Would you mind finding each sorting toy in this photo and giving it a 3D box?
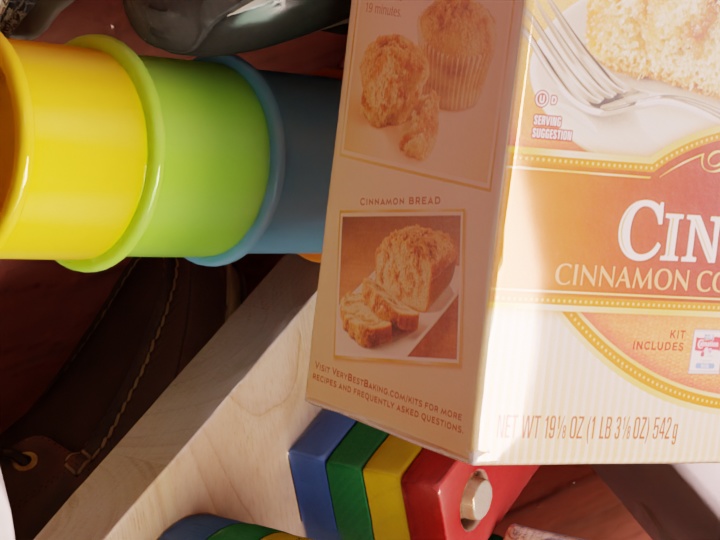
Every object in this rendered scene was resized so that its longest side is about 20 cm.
[{"bbox_3d":[-0.005,0.116,0.767,0.199,0.069,0.201,-49,141,-44],"label":"sorting toy"}]

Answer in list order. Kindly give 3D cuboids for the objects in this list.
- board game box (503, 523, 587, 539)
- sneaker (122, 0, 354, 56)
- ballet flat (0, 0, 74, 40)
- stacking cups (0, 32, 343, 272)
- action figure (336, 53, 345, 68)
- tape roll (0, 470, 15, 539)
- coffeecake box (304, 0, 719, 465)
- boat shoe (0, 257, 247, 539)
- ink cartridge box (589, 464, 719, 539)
[{"bbox_3d":[0.131,0.160,0.791,0.200,0.158,0.097,45,59,-58],"label":"board game box"},{"bbox_3d":[0.014,-0.083,0.724,0.200,0.074,0.080,-27,130,-48],"label":"sneaker"},{"bbox_3d":[-0.106,-0.067,0.708,0.200,0.068,0.075,-48,155,5],"label":"ballet flat"},{"bbox_3d":[-0.024,-0.023,0.715,0.199,0.060,0.061,5,119,-44],"label":"stacking cups"},{"bbox_3d":[0.000,0.000,0.842,0.065,0.052,0.201,9,115,-33],"label":"action figure"},{"bbox_3d":[-0.186,0.061,0.677,0.201,0.071,0.203,-11,135,-11],"label":"tape roll"},{"bbox_3d":[0.078,-0.060,0.656,0.153,0.073,0.202,2,98,-34],"label":"coffeecake box"},{"bbox_3d":[-0.095,0.075,0.785,0.067,0.072,0.201,32,74,-20],"label":"boat shoe"},{"bbox_3d":[0.176,0.020,0.896,0.200,0.086,0.148,-47,113,-12],"label":"ink cartridge box"}]
